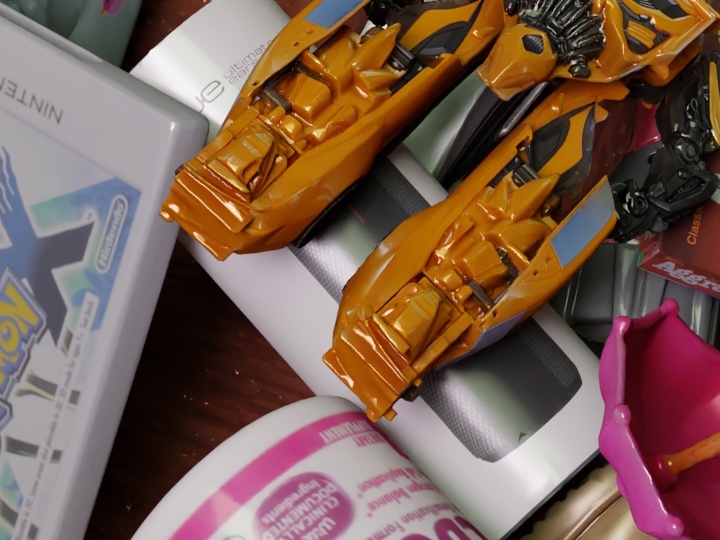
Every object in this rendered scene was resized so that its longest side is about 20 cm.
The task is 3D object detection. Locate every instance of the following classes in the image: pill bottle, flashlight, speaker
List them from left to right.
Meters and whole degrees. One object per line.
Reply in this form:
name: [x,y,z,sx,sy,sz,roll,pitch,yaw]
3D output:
speaker: [0.000,0.000,0.963,0.081,0.081,0.200,-41,84,-5]
pill bottle: [0.021,0.144,0.883,0.113,0.113,0.200,-43,70,-6]
flashlight: [0.107,-0.063,1.026,0.068,0.068,0.201,-4,68,32]

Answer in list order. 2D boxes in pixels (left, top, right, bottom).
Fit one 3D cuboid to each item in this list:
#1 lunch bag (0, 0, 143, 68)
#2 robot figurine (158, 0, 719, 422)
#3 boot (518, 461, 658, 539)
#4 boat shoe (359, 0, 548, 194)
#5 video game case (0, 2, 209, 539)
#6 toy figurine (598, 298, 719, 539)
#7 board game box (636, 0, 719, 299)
lunch bag: [-0.172,-0.167,1.090,0.199,0.122,0.171,15,76,24]
robot figurine: [0.039,-0.051,0.919,0.145,0.058,0.200,43,61,4]
boot: [0.114,0.172,0.944,0.175,0.066,0.200,-42,69,3]
boat shoe: [0.038,-0.087,1.033,0.071,0.064,0.200,39,94,9]
video game case: [-0.148,0.005,0.982,0.182,0.022,0.201,30,111,32]
toy figurine: [0.154,0.016,0.851,0.150,0.200,0.184,41,86,-15]
board game box: [0.163,-0.076,1.008,0.103,0.019,0.201,20,67,-14]
